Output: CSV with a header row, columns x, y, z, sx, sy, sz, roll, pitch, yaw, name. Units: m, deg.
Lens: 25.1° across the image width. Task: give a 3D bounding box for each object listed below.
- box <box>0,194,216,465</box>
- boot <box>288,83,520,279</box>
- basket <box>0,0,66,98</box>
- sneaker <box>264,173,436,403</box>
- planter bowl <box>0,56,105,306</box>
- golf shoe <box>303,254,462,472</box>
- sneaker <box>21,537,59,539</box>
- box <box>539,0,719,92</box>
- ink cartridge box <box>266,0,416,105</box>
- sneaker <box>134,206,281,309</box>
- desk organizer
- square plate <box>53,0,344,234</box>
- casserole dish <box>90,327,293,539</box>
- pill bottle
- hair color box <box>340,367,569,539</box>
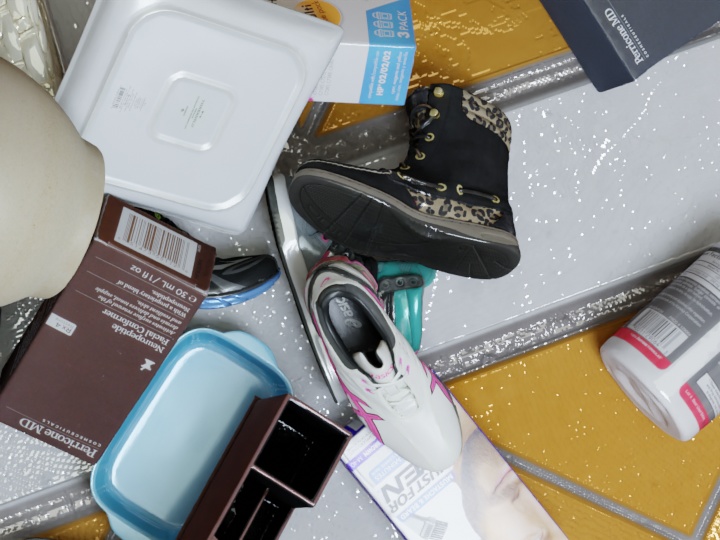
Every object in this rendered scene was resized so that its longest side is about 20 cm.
x,y,z,sx,sy,sz,roll,pitch,yaw,name
-0.206,0.049,1.282,0.100,0.075,0.200,27,120,-15,box
0.042,-0.086,1.333,0.200,0.073,0.151,16,55,-13,boot
-0.307,-0.167,1.287,0.136,0.123,0.200,-15,94,-7,basket
0.000,0.000,1.355,0.121,0.084,0.200,-20,100,-4,sneaker
-0.266,-0.055,1.149,0.135,0.200,0.200,19,88,-29,planter bowl
0.015,0.085,1.289,0.073,0.092,0.200,-33,101,7,golf shoe
-0.193,0.286,1.314,0.199,0.076,0.114,7,55,-7,sneaker
0.237,-0.287,1.379,0.182,0.104,0.200,-34,95,-8,box
-0.062,-0.202,1.325,0.200,0.068,0.115,2,48,-9,ink cartridge box
-0.164,-0.013,1.337,0.200,0.071,0.083,8,96,-6,sneaker
-0.090,0.199,1.286,0.072,0.077,0.200,34,70,-15,desk organizer
-0.134,-0.125,1.244,0.198,0.028,0.200,14,116,-32,square plate
-0.142,0.141,1.359,0.121,0.039,0.200,33,85,-7,casserole dish
0.314,0.043,1.392,0.200,0.111,0.111,-41,96,-6,pill bottle
0.076,0.192,1.381,0.109,0.065,0.200,-40,98,-7,hair color box
